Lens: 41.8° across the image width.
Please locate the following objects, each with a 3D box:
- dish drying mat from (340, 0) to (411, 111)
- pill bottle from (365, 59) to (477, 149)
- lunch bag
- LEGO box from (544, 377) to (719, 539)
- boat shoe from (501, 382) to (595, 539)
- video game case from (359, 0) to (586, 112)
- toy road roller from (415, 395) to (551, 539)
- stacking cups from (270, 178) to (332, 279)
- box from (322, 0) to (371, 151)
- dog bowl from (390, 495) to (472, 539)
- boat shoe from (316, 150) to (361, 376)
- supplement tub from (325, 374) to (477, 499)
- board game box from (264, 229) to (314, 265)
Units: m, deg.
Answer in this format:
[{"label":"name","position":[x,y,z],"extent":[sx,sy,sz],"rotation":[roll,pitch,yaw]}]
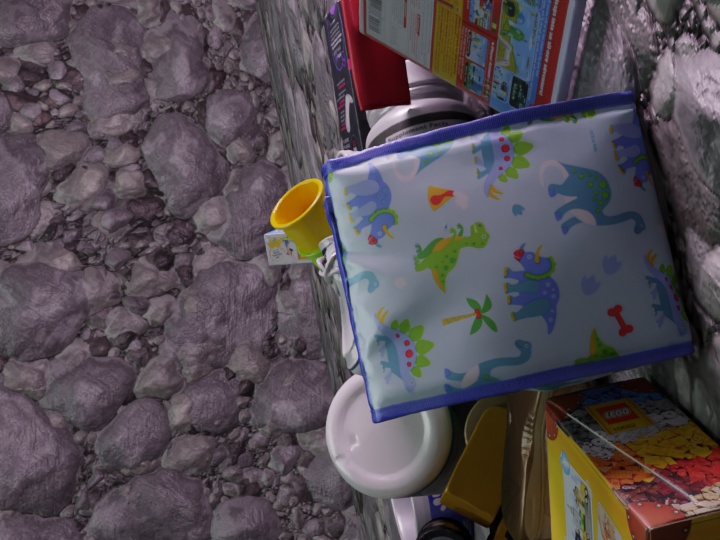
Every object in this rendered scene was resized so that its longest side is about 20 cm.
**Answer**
[{"label":"dish drying mat","position":[0.005,-0.242,0.820],"extent":[0.018,0.077,0.202],"rotation":[-4,99,37]},{"label":"pill bottle","position":[0.068,-0.089,0.897],"extent":[0.114,0.113,0.202],"rotation":[104,155,-70]},{"label":"lunch bag","position":[0.085,-0.004,0.603],"extent":[0.127,0.198,0.172],"rotation":[122,137,-77]},{"label":"LEGO box","position":[0.182,0.195,0.598],"extent":[0.149,0.076,0.202],"rotation":[-121,22,-67]},{"label":"boat shoe","position":[0.153,0.112,0.734],"extent":[0.074,0.066,0.202],"rotation":[-128,42,-74]},{"label":"video game case","position":[0.075,-0.199,0.701],"extent":[0.199,0.017,0.144],"rotation":[36,148,27]},{"label":"toy road roller","position":[0.138,0.224,0.854],"extent":[0.123,0.145,0.201],"rotation":[58,-124,-78]},{"label":"stacking cups","position":[0.000,0.000,0.895],"extent":[0.200,0.060,0.061],"rotation":[46,-169,-32]},{"label":"box","position":[0.031,-0.195,1.045],"extent":[0.122,0.105,0.202],"rotation":[-159,59,-79]},{"label":"dog bowl","position":[0.091,0.307,1.325],"extent":[0.200,0.078,0.202],"rotation":[170,90,-82]},{"label":"boat shoe","position":[-0.006,-0.009,0.805],"extent":[0.074,0.065,0.202],"rotation":[131,147,-58]},{"label":"supplement tub","position":[0.056,0.173,1.001],"extent":[0.200,0.131,0.133],"rotation":[28,-132,-68]},{"label":"board game box","position":[0.002,-0.049,1.019],"extent":[0.200,0.133,0.035],"rotation":[-32,-65,-62]}]
